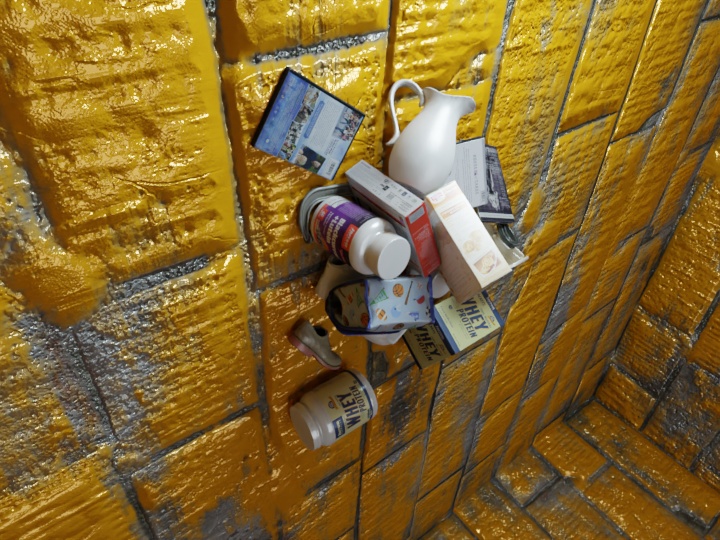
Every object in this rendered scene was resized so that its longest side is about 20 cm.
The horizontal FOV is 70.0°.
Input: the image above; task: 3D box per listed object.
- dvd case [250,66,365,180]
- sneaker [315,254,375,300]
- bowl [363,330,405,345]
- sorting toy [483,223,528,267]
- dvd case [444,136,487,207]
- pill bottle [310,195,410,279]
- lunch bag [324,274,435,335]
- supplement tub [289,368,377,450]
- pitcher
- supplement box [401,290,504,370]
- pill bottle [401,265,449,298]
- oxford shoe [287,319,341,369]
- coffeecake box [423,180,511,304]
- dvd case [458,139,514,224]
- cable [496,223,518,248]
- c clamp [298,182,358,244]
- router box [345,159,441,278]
[{"bbox_3d":[-0.089,-0.257,0.931,0.199,0.018,0.144,14,109,-48],"label":"dvd case"},{"bbox_3d":[0.000,0.000,1.169,0.198,0.074,0.116,-12,140,-37],"label":"sneaker"},{"bbox_3d":[0.088,0.109,1.313,0.200,0.074,0.200,-49,158,-4],"label":"bowl"},{"bbox_3d":[0.288,-0.050,1.271,0.179,0.200,0.107,-19,151,-55],"label":"sorting toy"},{"bbox_3d":[0.179,-0.192,1.107,0.197,0.025,0.152,-16,117,-12],"label":"dvd case"},{"bbox_3d":[0.000,-0.061,0.992,0.110,0.199,0.113,-22,128,-32],"label":"pill bottle"},{"bbox_3d":[0.035,0.075,1.092,0.168,0.199,0.126,0,86,-29],"label":"lunch bag"},{"bbox_3d":[-0.070,0.364,1.348,0.198,0.145,0.147,-25,135,-29],"label":"supplement tub"},{"bbox_3d":[0.109,-0.257,0.997,0.121,0.170,0.202,49,64,-84],"label":"pitcher"},{"bbox_3d":[0.248,0.155,1.430,0.198,0.135,0.200,-24,169,-30],"label":"supplement box"},{"bbox_3d":[0.123,-0.027,1.176,0.111,0.200,0.113,-25,135,-28],"label":"pill bottle"},{"bbox_3d":[-0.091,0.182,1.244,0.075,0.070,0.200,-52,143,-5],"label":"oxford shoe"},{"bbox_3d":[0.191,-0.050,1.019,0.072,0.202,0.154,-28,169,-12],"label":"coffeecake box"},{"bbox_3d":[0.306,-0.212,1.247,0.147,0.203,0.016,-3,167,-43],"label":"dvd case"},{"bbox_3d":[0.334,-0.137,1.305,0.097,0.202,0.050,-15,159,-50],"label":"cable"},{"bbox_3d":[-0.051,-0.104,1.084,0.198,0.027,0.173,-11,127,-40],"label":"c clamp"},{"bbox_3d":[0.065,-0.104,1.031,0.049,0.200,0.180,-38,139,-11],"label":"router box"}]
